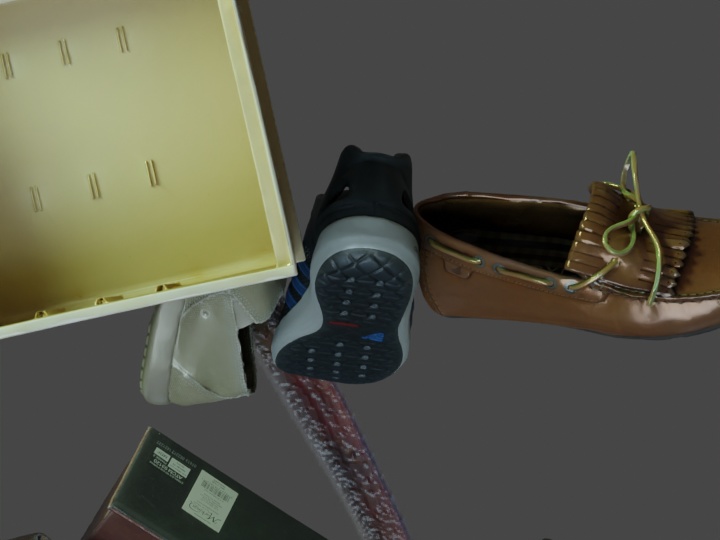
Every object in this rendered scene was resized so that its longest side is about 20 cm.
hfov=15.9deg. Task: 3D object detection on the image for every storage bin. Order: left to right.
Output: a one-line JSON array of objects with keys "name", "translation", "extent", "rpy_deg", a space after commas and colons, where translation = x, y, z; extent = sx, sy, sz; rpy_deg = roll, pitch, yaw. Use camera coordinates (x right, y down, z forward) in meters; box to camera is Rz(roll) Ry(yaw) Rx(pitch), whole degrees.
[{"name": "storage bin", "translation": [-0.145, -0.074, 1.271], "extent": [0.200, 0.094, 0.199], "rpy_deg": [-13, 91, 4]}]

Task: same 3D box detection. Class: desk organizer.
[{"name": "desk organizer", "translation": [-0.069, 0.189, 1.528], "extent": [0.200, 0.072, 0.077], "rpy_deg": [33, 130, -8]}]

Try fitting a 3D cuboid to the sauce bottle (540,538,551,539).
[{"name": "sauce bottle", "translation": [0.183, 0.216, 1.475], "extent": [0.200, 0.065, 0.065], "rpy_deg": [21, 128, 0]}]

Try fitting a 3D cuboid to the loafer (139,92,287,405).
[{"name": "loafer", "translation": [-0.071, -0.011, 1.384], "extent": [0.068, 0.076, 0.200], "rpy_deg": [11, 125, -4]}]

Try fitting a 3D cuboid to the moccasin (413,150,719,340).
[{"name": "moccasin", "translation": [0.124, -0.014, 1.326], "extent": [0.201, 0.074, 0.078], "rpy_deg": [7, 135, 24]}]

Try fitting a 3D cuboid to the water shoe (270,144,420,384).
[{"name": "water shoe", "translation": [0.000, 0.000, 1.370], "extent": [0.071, 0.079, 0.200], "rpy_deg": [11, 157, -8]}]

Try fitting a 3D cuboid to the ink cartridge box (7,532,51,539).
[{"name": "ink cartridge box", "translation": [-0.249, 0.250, 1.503], "extent": [0.075, 0.200, 0.165], "rpy_deg": [47, 157, -10]}]
